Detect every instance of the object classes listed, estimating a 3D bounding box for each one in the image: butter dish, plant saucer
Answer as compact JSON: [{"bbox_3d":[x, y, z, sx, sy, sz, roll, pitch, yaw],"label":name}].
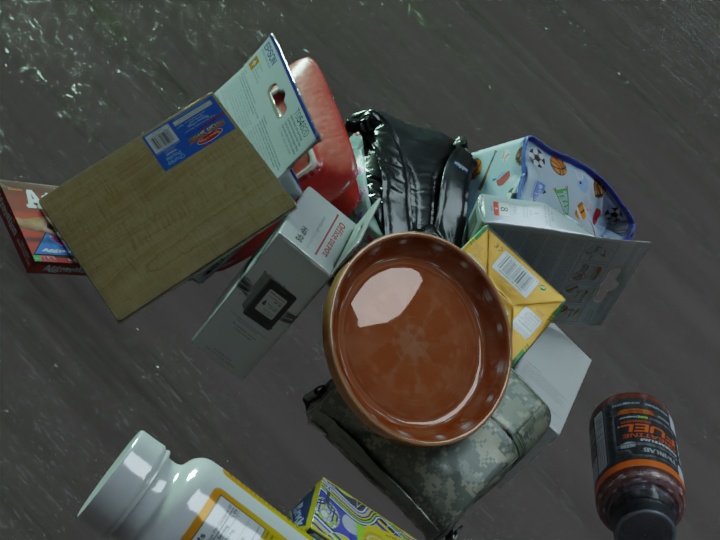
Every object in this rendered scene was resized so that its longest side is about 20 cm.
[{"bbox_3d":[-0.079,-0.094,1.409,0.148,0.199,0.201,40,23,-49],"label":"butter dish"},{"bbox_3d":[0.052,0.065,1.192,0.199,0.032,0.202,8,72,-27],"label":"plant saucer"}]

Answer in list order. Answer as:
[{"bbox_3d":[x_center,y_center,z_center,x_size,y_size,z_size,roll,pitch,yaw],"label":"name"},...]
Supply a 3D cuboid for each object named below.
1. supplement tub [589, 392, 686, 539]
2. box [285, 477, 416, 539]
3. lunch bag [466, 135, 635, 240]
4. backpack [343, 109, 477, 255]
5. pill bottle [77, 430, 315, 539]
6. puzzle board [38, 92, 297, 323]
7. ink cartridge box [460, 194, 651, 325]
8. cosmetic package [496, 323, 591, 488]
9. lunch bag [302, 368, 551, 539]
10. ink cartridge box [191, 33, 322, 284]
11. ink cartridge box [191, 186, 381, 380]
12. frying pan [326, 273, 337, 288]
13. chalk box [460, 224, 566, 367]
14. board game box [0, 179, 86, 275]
[{"bbox_3d":[0.327,0.242,1.506,0.107,0.107,0.201,33,29,-15],"label":"supplement tub"},{"bbox_3d":[0.023,0.274,1.128,0.199,0.064,0.070,36,29,-12],"label":"box"},{"bbox_3d":[0.210,-0.065,1.549,0.199,0.169,0.125,19,74,-35],"label":"lunch bag"},{"bbox_3d":[0.046,-0.071,1.465,0.165,0.127,0.201,11,52,-19],"label":"backpack"},{"bbox_3d":[-0.115,0.217,0.985,0.200,0.111,0.111,39,28,-6],"label":"pill bottle"},{"bbox_3d":[-0.182,-0.061,1.206,0.151,0.199,0.017,52,-13,19],"label":"puzzle board"},{"bbox_3d":[0.207,-0.009,1.454,0.198,0.163,0.050,5,50,-13],"label":"ink cartridge box"},{"bbox_3d":[0.186,0.146,1.463,0.085,0.108,0.200,43,30,2],"label":"cosmetic package"},{"bbox_3d":[0.060,0.151,1.267,0.200,0.140,0.168,45,50,6],"label":"lunch bag"},{"bbox_3d":[-0.125,-0.117,1.308,0.041,0.200,0.200,35,22,-40],"label":"ink cartridge box"},{"bbox_3d":[-0.072,-0.002,1.245,0.067,0.200,0.116,38,28,-7],"label":"ink cartridge box"},{"bbox_3d":[-0.012,-0.013,1.511,0.115,0.031,0.190,48,19,2],"label":"frying pan"},{"bbox_3d":[0.106,0.072,1.394,0.125,0.200,0.124,43,52,5],"label":"chalk box"},{"bbox_3d":[-0.258,-0.038,1.254,0.199,0.019,0.103,4,46,-49],"label":"board game box"}]
